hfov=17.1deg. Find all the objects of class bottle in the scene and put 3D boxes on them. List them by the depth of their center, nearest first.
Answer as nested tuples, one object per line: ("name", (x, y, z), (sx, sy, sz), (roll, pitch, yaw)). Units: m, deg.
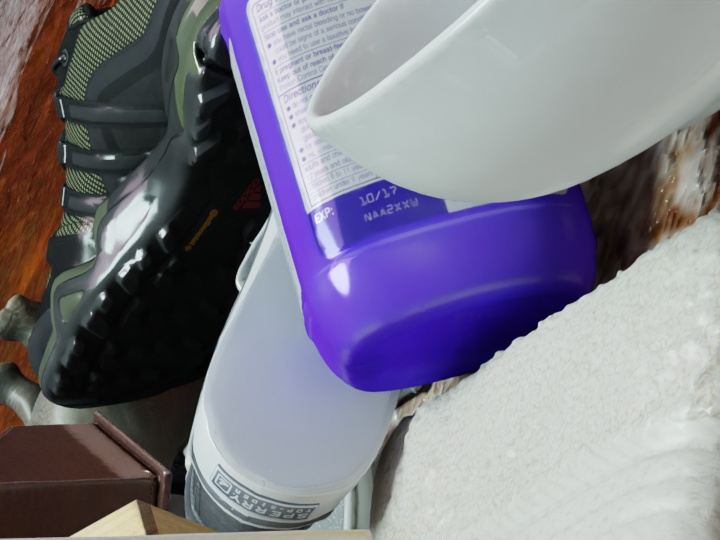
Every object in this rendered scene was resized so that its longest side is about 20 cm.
("bottle", (0.003, -0.068, 0.678), (0.065, 0.083, 0.201), (90, 164, -66))

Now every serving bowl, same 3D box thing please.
("serving bowl", (0.078, -0.085, 0.557), (0.200, 0.066, 0.200), (-46, 9, 9))

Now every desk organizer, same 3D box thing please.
("desk organizer", (-0.118, 0.154, 0.802), (0.072, 0.077, 0.201), (-153, 66, -61))

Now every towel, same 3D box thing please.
("towel", (0.040, 0.073, 0.588), (0.200, 0.034, 0.133), (138, 149, -58))

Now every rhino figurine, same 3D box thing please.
("rhino figurine", (-0.101, 0.051, 0.891), (0.200, 0.087, 0.060), (-42, -24, -34))

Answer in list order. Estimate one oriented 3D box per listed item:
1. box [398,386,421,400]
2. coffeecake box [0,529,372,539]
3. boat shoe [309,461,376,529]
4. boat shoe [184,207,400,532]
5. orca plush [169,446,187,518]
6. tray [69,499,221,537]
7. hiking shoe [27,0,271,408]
("box", (0.001, -0.038, 0.852), (0.137, 0.040, 0.201), (140, 147, -62))
("coffeecake box", (-0.082, 0.141, 0.521), (0.073, 0.199, 0.154), (-52, 44, 49))
("boat shoe", (-0.046, 0.133, 0.740), (0.074, 0.065, 0.203), (-13, 57, 71))
("boat shoe", (0.000, 0.000, 0.724), (0.068, 0.072, 0.201), (122, 172, -56))
("orca plush", (-0.085, 0.103, 0.900), (0.105, 0.071, 0.200), (-58, 19, 34))
("tray", (-0.112, 0.135, 0.682), (0.200, 0.099, 0.037), (-31, 61, 17))
("hiking shoe", (-0.067, -0.041, 0.809), (0.200, 0.075, 0.101), (-60, 43, 36))
